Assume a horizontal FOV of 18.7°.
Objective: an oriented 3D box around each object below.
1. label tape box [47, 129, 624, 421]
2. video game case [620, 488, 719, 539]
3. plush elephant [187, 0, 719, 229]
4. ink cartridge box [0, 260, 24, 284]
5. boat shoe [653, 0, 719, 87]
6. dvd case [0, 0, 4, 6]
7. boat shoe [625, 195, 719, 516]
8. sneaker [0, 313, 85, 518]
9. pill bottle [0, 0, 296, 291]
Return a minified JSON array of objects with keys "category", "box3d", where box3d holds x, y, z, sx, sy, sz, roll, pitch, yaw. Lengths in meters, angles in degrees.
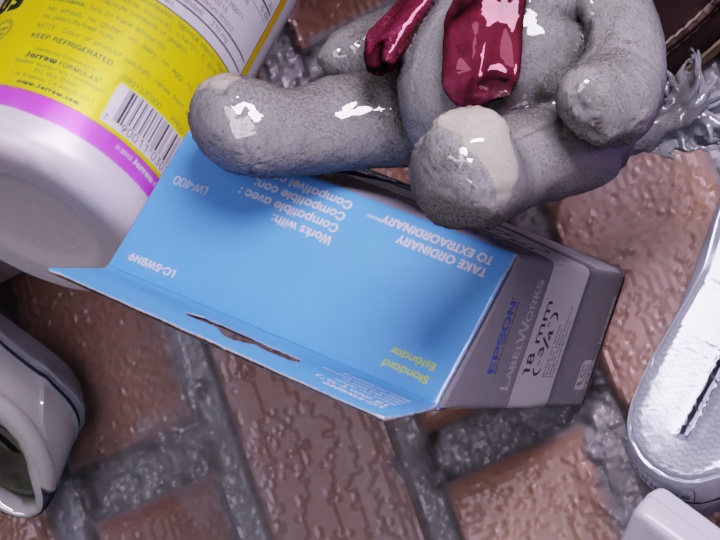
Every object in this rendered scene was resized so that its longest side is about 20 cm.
[{"category":"label tape box","box3d":[0.000,0.000,0.823,0.144,0.200,0.063,22,97,23]},{"category":"video game case","box3d":[0.155,0.199,0.791,0.200,0.022,0.182,36,135,21]},{"category":"plush elephant","box3d":[0.057,-0.110,0.757,0.165,0.200,0.155,19,115,56]},{"category":"ink cartridge box","box3d":[-0.205,-0.090,0.981,0.145,0.084,0.200,-25,79,21]},{"category":"boat shoe","box3d":[0.140,-0.148,0.838,0.200,0.072,0.072,-46,71,16]},{"category":"dvd case","box3d":[-0.179,-0.163,0.913,0.016,0.200,0.149,-29,76,36]},{"category":"boat shoe","box3d":[0.160,0.002,0.825,0.073,0.067,0.200,32,78,22]},{"category":"sneaker","box3d":[-0.193,0.034,0.910,0.073,0.200,0.071,-35,36,29]},{"category":"pill bottle","box3d":[-0.090,-0.098,0.885,0.104,0.104,0.200,12,59,24]}]
